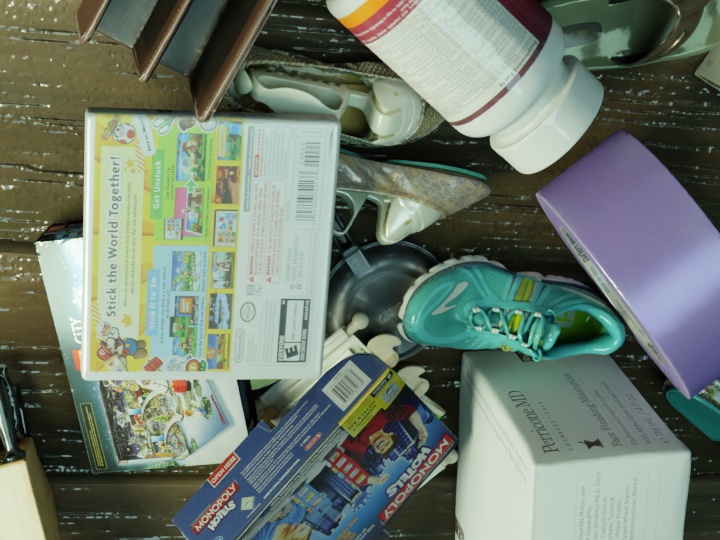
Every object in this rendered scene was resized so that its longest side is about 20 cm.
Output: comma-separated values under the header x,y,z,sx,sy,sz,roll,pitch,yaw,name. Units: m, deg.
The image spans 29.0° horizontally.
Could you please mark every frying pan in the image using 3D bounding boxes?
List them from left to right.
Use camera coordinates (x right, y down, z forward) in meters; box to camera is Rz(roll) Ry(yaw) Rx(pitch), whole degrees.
x,y,z,sx,sy,sz,roll,pitch,yaw,name
0.017,-0.003,1.132,0.114,0.031,0.192,-13,117,-9,frying pan

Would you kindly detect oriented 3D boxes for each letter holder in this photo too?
x,y,z,sx,sy,sz,roll,pitch,yaw,name
-0.105,-0.220,0.946,0.100,0.142,0.201,25,105,-21,letter holder

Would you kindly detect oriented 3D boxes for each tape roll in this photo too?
x,y,z,sx,sy,sz,roll,pitch,yaw,name
0.228,-0.005,1.081,0.085,0.200,0.200,-37,115,3,tape roll

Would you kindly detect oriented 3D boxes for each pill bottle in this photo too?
x,y,z,sx,sy,sz,roll,pitch,yaw,name
0.079,-0.169,1.019,0.200,0.110,0.110,40,100,-19,pill bottle

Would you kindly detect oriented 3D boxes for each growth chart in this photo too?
x,y,z,sx,sy,sz,roll,pitch,yaw,name
0.002,0.133,1.171,0.144,0.018,0.201,-33,124,4,growth chart

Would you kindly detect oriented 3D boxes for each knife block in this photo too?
x,y,z,sx,sy,sz,roll,pitch,yaw,name
-0.277,0.176,1.061,0.063,0.201,0.176,-13,145,-6,knife block

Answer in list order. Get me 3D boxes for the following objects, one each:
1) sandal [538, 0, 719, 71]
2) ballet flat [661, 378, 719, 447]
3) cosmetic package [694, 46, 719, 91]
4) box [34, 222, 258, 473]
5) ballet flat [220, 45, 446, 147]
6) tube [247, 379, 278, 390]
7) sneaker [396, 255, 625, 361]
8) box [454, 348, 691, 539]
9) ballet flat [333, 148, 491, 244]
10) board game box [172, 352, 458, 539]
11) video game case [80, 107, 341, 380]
x,y,z,sx,sy,sz,roll,pitch,yaw,name
0.221,-0.191,1.075,0.199,0.057,0.081,-17,110,0,sandal
0.344,0.133,1.250,0.200,0.075,0.064,41,68,-28,ballet flat
0.384,-0.145,1.129,0.199,0.071,0.106,27,104,-22,cosmetic package
-0.162,0.057,1.080,0.135,0.038,0.202,-5,111,11,box
-0.017,-0.125,1.043,0.198,0.075,0.068,8,110,-16,ballet flat
-0.105,-0.005,1.093,0.058,0.052,0.202,-35,119,-39,tube
0.126,0.036,1.131,0.198,0.080,0.078,2,109,-22,sneaker
0.167,0.191,1.150,0.129,0.199,0.202,-5,114,-11,box
0.004,-0.057,1.077,0.198,0.068,0.068,10,80,-12,ballet flat
-0.021,0.178,1.123,0.200,0.062,0.200,-47,142,-5,board game box
-0.110,-0.016,1.011,0.180,0.023,0.202,0,110,-13,video game case
